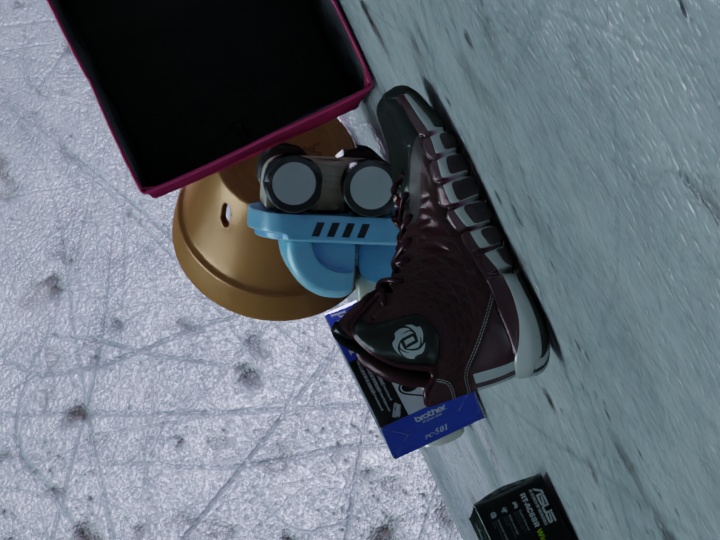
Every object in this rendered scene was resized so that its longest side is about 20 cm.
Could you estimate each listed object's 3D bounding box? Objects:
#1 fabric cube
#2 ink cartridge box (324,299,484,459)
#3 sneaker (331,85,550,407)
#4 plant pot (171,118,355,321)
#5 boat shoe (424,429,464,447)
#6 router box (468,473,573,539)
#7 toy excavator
[{"bbox_3d":[-0.120,-0.183,1.781,0.199,0.196,0.200,-143,28,-88],"label":"fabric cube"},{"bbox_3d":[0.039,0.088,2.143,0.200,0.094,0.044,-119,6,-56],"label":"ink cartridge box"},{"bbox_3d":[0.024,-0.009,1.363,0.076,0.115,0.200,73,171,-70],"label":"sneaker"},{"bbox_3d":[-0.079,-0.072,2.183,0.140,0.200,0.200,100,148,-56],"label":"plant pot"},{"bbox_3d":[0.056,0.127,2.424,0.200,0.072,0.060,-133,24,-69],"label":"boat shoe"},{"bbox_3d":[0.156,0.266,1.809,0.150,0.062,0.200,87,158,-80],"label":"router box"},{"bbox_3d":[0.000,0.000,1.896,0.100,0.194,0.200,-128,41,-77],"label":"toy excavator"}]
